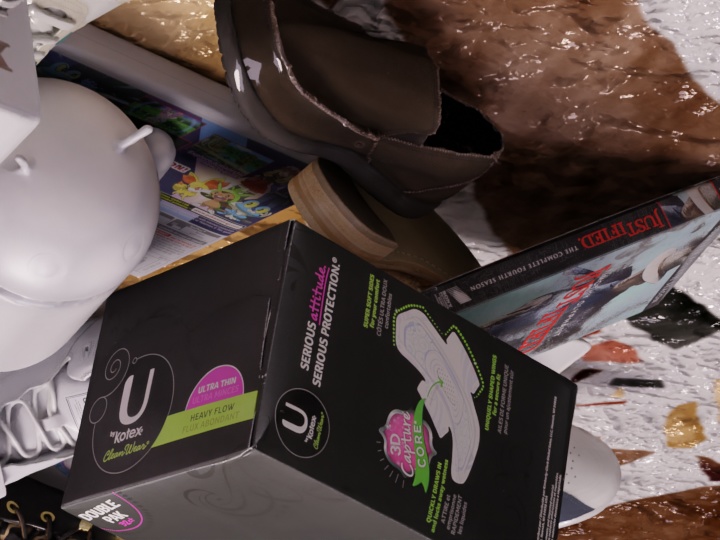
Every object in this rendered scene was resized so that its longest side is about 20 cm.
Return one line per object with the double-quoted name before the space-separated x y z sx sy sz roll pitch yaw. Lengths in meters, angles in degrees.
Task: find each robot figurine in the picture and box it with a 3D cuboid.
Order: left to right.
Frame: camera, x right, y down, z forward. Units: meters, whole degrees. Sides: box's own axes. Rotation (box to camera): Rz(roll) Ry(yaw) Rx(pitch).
"robot figurine" -0.168 -0.022 1.384 0.170 0.113 0.200 -30 173 -34

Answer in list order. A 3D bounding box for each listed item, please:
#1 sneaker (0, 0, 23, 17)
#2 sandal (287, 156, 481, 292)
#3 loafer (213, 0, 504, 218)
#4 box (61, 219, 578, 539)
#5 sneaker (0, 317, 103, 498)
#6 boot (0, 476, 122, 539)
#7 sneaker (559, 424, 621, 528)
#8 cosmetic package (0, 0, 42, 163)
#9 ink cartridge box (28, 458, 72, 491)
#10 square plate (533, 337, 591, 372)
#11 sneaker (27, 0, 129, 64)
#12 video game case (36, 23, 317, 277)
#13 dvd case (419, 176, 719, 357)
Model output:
"sneaker" -0.085 -0.173 1.091 0.200 0.082 0.075 -44 136 21
"sandal" -0.003 -0.005 1.450 0.070 0.078 0.212 -38 159 12
"loafer" 0.002 -0.091 1.342 0.071 0.073 0.200 -23 152 25
"box" -0.018 0.086 1.389 0.200 0.124 0.149 31 145 -34
"sneaker" -0.176 0.077 1.452 0.115 0.200 0.075 0 117 35
"boot" -0.199 0.145 1.560 0.151 0.073 0.200 22 177 3
"sneaker" 0.074 0.096 1.640 0.199 0.080 0.130 20 160 -13
"cosmetic package" -0.259 -0.090 1.178 0.167 0.166 0.200 22 131 -35
"ink cartridge box" -0.145 0.104 1.666 0.200 0.085 0.145 18 159 19
"square plate" 0.005 0.051 1.679 0.198 0.028 0.200 13 153 -21
"sneaker" -0.165 -0.100 1.290 0.200 0.093 0.070 -16 150 34
"video game case" -0.135 -0.061 1.458 0.200 0.023 0.182 23 148 -36
"dvd case" 0.096 0.016 1.497 0.200 0.022 0.146 -22 164 -24
